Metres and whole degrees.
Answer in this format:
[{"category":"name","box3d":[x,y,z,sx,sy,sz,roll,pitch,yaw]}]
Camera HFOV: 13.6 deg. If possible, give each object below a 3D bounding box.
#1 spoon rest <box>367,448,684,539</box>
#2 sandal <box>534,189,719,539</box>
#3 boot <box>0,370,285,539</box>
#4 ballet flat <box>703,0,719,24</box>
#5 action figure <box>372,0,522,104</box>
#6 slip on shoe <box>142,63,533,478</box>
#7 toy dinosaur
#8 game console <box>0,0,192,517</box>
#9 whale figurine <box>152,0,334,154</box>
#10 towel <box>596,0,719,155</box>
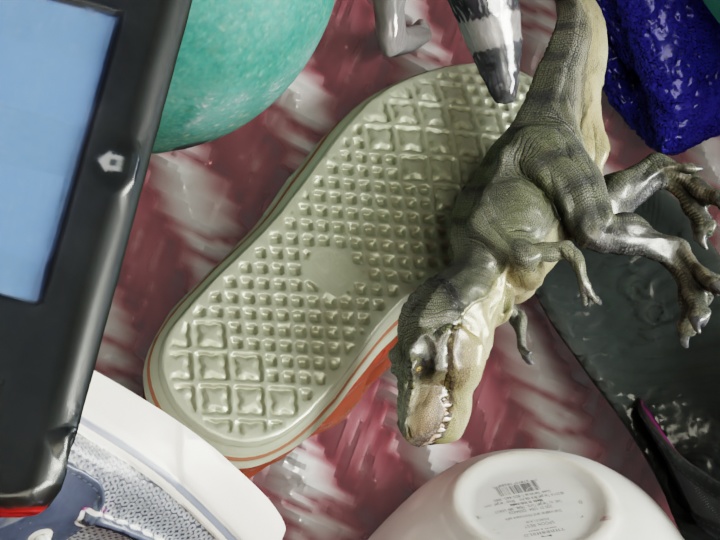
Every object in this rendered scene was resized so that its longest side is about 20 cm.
[{"category":"spoon rest","box3d":[0.007,0.100,0.935,0.199,0.100,0.061,-6,126,-16]},{"category":"sandal","box3d":[0.122,0.054,0.959,0.075,0.048,0.201,-40,74,-2]},{"category":"boot","box3d":[-0.113,0.060,0.831,0.200,0.073,0.091,36,72,-30]},{"category":"ballet flat","box3d":[0.193,-0.037,0.973,0.075,0.068,0.200,-35,85,-3]},{"category":"action figure","box3d":[0.042,-0.159,0.897,0.105,0.199,0.194,-53,126,-42]},{"category":"slip on shoe","box3d":[0.000,0.000,0.951,0.074,0.061,0.200,43,56,6]},{"category":"toy dinosaur","box3d":[0.071,-0.021,0.934,0.088,0.048,0.201,25,49,-4]},{"category":"game console","box3d":[-0.141,-0.043,0.772,0.176,0.031,0.201,12,61,1]},{"category":"whale figurine","box3d":[-0.092,-0.100,0.879,0.199,0.104,0.160,0,84,-37]},{"category":"towel","box3d":[0.151,-0.142,1.032,0.199,0.049,0.148,-28,95,-23]}]
